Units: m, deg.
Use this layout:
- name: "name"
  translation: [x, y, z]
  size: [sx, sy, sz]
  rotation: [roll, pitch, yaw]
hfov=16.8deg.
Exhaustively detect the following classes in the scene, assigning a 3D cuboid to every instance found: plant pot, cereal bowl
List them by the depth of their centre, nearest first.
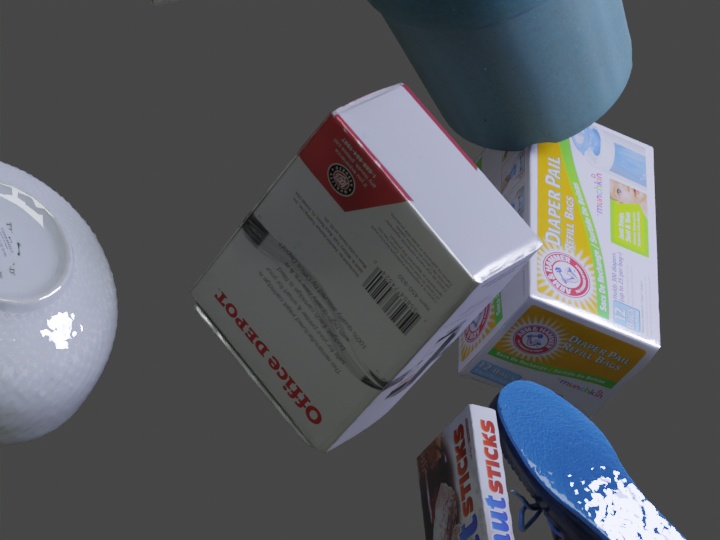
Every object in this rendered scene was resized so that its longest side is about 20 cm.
- name: "cereal bowl"
  translation: [-0.236, 0.005, 1.510]
  size: [0.200, 0.083, 0.200]
  rotation: [19, 47, -22]
- name: "plant pot"
  translation: [0.098, -0.200, 1.713]
  size: [0.196, 0.200, 0.200]
  rotation: [63, 22, -46]

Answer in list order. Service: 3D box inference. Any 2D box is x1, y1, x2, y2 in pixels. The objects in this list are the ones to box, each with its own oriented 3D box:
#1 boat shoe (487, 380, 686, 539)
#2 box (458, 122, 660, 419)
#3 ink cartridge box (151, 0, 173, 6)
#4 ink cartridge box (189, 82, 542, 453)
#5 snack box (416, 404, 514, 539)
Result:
- name: "boat shoe"
  translation: [0.148, 0.168, 1.652]
  size: [0.084, 0.069, 0.200]
  rotation: [-25, 71, -35]
- name: "box"
  translation: [0.143, -0.009, 1.765]
  size: [0.112, 0.101, 0.200]
  rotation: [21, 46, -19]
- name: "ink cartridge box"
  translation: [-0.052, -0.266, 1.792]
  size: [0.200, 0.147, 0.083]
  rotation: [-21, 94, -42]
- name: "ink cartridge box"
  translation: [0.000, 0.000, 1.590]
  size: [0.147, 0.200, 0.083]
  rotation: [50, 41, 10]
- name: "snack box"
  translation: [0.072, 0.188, 1.575]
  size: [0.024, 0.072, 0.200]
  rotation: [16, 48, -26]
